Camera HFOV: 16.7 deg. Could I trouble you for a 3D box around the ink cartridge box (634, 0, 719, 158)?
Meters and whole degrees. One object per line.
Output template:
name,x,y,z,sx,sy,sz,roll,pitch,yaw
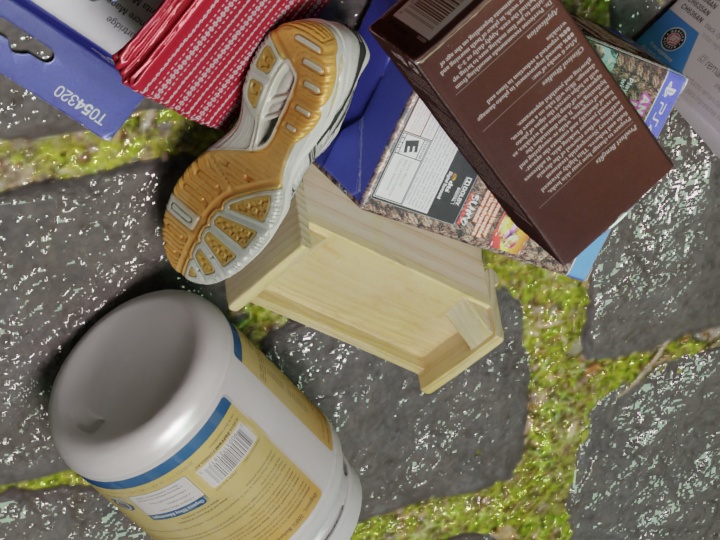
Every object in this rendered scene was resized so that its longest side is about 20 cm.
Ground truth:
ink cartridge box,0.324,-0.153,1.711,0.200,0.147,0.145,-44,129,4

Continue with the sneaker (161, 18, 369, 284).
sneaker,-0.054,-0.075,1.597,0.200,0.076,0.088,-55,166,24

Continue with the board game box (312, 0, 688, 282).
board game box,0.090,-0.104,1.648,0.199,0.097,0.160,18,105,-34

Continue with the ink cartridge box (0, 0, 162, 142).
ink cartridge box,-0.158,-0.192,1.512,0.196,0.043,0.200,32,101,-38

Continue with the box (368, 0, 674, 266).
box,0.104,-0.109,1.548,0.100,0.075,0.200,-42,125,-4

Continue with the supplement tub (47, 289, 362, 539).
supplement tub,-0.102,0.122,1.671,0.145,0.145,0.200,-41,129,2

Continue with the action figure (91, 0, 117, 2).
action figure,-0.220,-0.220,1.392,0.193,0.105,0.200,-32,98,15

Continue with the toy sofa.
toy sofa,0.000,0.000,1.698,0.199,0.098,0.083,24,132,-36

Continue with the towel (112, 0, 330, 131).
towel,-0.075,-0.158,1.513,0.145,0.022,0.200,-50,166,4
